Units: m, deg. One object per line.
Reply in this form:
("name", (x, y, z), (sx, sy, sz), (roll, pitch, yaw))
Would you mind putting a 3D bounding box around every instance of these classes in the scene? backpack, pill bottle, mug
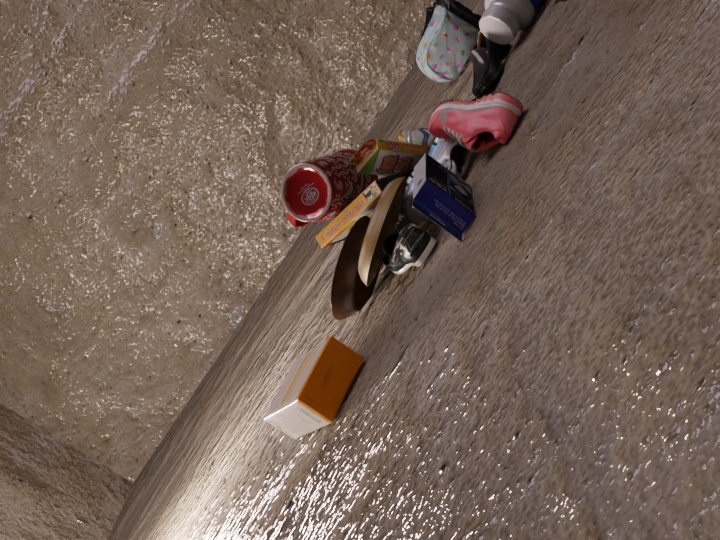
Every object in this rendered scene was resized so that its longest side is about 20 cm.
("backpack", (0.225, -0.594, 2.311), (0.202, 0.165, 0.127), (-61, 14, 11))
("pill bottle", (0.327, -0.575, 1.848), (0.202, 0.111, 0.112), (-60, 10, -16))
("mug", (-0.068, -0.140, 1.709), (0.200, 0.132, 0.179), (-24, -41, -66))

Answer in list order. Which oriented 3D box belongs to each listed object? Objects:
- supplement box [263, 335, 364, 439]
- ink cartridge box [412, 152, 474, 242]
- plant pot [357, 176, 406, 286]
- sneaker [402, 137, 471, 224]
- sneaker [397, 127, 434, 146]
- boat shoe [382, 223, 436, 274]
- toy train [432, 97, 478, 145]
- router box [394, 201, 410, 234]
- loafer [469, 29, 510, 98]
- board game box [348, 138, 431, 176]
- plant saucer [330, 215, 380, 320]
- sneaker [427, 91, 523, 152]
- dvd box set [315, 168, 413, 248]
("supplement box", (-0.081, 0.202, 1.503), (0.127, 0.073, 0.200), (-62, 11, -26))
("ink cartridge box", (0.131, -0.120, 1.404), (0.039, 0.099, 0.201), (-51, 12, 22))
("plant pot", (0.035, -0.072, 1.552), (0.200, 0.027, 0.203), (19, -91, -83))
("sneaker", (0.145, -0.170, 1.597), (0.202, 0.074, 0.087), (-63, 29, 11))
("sneaker", (0.138, -0.248, 1.775), (0.200, 0.087, 0.076), (-34, -58, -69))
("boat shoe", (0.072, -0.041, 1.547), (0.072, 0.067, 0.200), (-62, 8, -11))
("toy train", (0.188, -0.279, 1.703), (0.200, 0.034, 0.046), (-45, -14, -47))
("router box", (0.048, -0.087, 1.847), (0.201, 0.052, 0.157), (-56, 10, 7))
("loafer", (0.256, -0.432, 1.856), (0.073, 0.072, 0.201), (-46, 15, 42))
("board game box", (0.083, -0.209, 1.685), (0.095, 0.197, 0.030), (139, 132, -56))
("plant saucer", (0.000, 0.000, 1.658), (0.200, 0.036, 0.203), (17, -90, -74))
("sneaker", (0.181, -0.241, 1.502), (0.199, 0.073, 0.088), (-4, 64, 50))
("dvd box set", (0.019, -0.120, 1.697), (0.146, 0.030, 0.200), (-23, -13, -49))
